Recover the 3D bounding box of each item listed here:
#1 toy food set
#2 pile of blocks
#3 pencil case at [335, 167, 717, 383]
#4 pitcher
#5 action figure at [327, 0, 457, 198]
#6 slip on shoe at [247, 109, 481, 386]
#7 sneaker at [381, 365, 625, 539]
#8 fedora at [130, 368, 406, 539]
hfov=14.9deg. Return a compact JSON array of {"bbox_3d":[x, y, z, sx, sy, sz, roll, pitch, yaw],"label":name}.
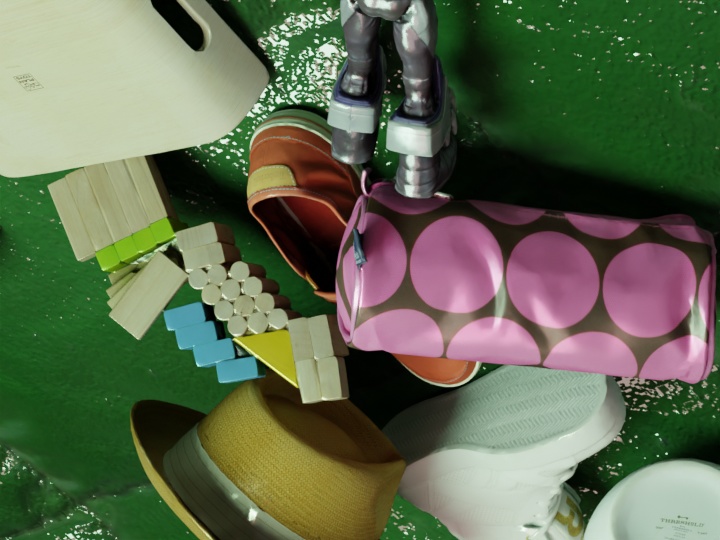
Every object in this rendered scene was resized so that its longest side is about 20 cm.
[{"bbox_3d":[-0.167,-0.123,1.467,0.199,0.061,0.144,-8,141,35],"label":"toy food set"},{"bbox_3d":[-0.086,0.012,1.526,0.200,0.082,0.062,42,-175,10],"label":"pile of blocks"},{"bbox_3d":[0.088,0.004,1.433,0.198,0.094,0.091,7,179,-5],"label":"pencil case"},{"bbox_3d":[0.215,0.196,1.594,0.170,0.122,0.200,5,148,14],"label":"pitcher"},{"bbox_3d":[0.013,-0.134,1.355,0.129,0.070,0.201,18,137,17],"label":"action figure"},{"bbox_3d":[0.000,0.000,1.513,0.074,0.061,0.200,-13,130,33],"label":"slip on shoe"},{"bbox_3d":[0.106,0.114,1.590,0.115,0.074,0.200,40,147,-23],"label":"sneaker"},{"bbox_3d":[-0.035,0.114,1.549,0.200,0.201,0.082,36,105,-16],"label":"fedora"}]
